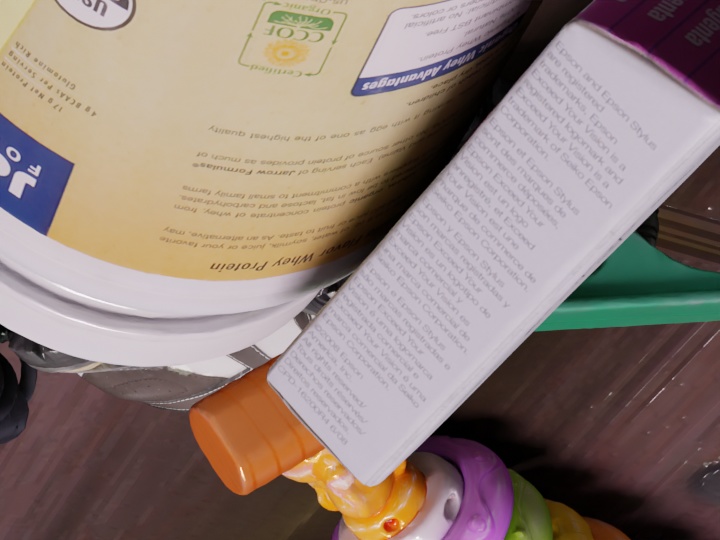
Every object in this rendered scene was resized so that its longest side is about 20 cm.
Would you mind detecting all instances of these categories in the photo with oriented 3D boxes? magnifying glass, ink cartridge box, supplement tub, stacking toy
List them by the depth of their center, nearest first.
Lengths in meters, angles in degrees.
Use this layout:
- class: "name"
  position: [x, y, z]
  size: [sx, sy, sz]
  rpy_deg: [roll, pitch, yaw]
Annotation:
- class: "ink cartridge box"
  position: [0.086, -0.061, 0.640]
  size: [0.043, 0.196, 0.200]
  rpy_deg: [45, 139, 4]
- class: "supplement tub"
  position: [-0.030, -0.080, 0.652]
  size: [0.144, 0.145, 0.200]
  rpy_deg: [12, 145, -12]
- class: "magnifying glass"
  position: [0.045, -0.003, 0.751]
  size: [0.199, 0.080, 0.022]
  rpy_deg: [-30, 171, -21]
- class: "stacking toy"
  position: [0.030, 0.099, 0.970]
  size: [0.116, 0.110, 0.200]
  rpy_deg: [-31, 124, 20]

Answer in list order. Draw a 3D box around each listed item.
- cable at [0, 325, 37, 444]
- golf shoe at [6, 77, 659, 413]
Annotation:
- class: "cable"
  position: [-0.196, 0.024, 0.835]
  size: [0.199, 0.163, 0.051]
  rpy_deg: [14, 108, 8]
- class: "golf shoe"
  position: [0.000, 0.000, 0.843]
  size: [0.199, 0.078, 0.094]
  rpy_deg: [-5, 153, 29]
